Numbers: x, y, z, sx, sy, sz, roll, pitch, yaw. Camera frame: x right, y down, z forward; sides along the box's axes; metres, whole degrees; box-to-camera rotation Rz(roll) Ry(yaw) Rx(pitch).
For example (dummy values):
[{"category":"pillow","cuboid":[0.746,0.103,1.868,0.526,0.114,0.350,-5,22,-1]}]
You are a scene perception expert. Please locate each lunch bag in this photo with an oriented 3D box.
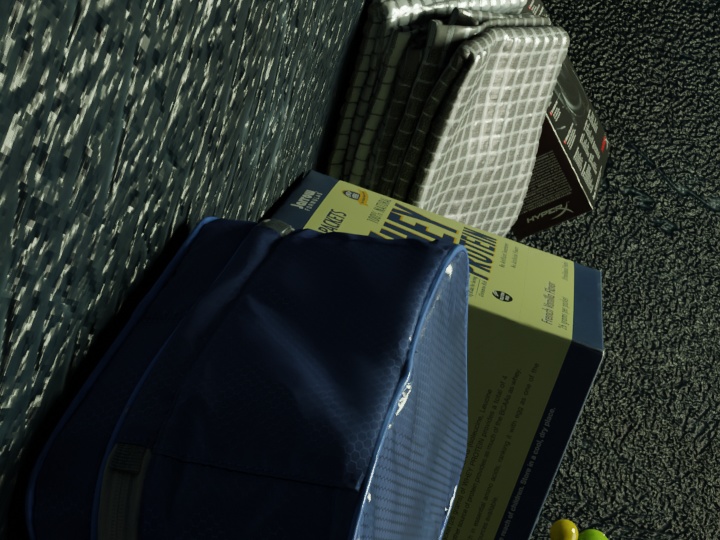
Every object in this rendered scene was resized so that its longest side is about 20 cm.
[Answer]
[{"category":"lunch bag","cuboid":[-0.036,0.067,0.464,0.201,0.131,0.137,-64,156,-52]}]

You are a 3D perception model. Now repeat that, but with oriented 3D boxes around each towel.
[{"category":"towel","cuboid":[0.065,-0.096,0.860,0.165,0.085,0.202,-16,131,-47]}]

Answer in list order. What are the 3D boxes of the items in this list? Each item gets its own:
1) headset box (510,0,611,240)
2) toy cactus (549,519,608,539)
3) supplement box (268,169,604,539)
[{"category":"headset box","cuboid":[0.130,-0.151,0.999,0.077,0.201,0.149,-23,-162,26]},{"category":"toy cactus","cuboid":[0.092,0.227,0.770,0.198,0.103,0.165,-25,175,-12]},{"category":"supplement box","cuboid":[0.021,0.076,0.729,0.134,0.198,0.202,-61,169,-69]}]
